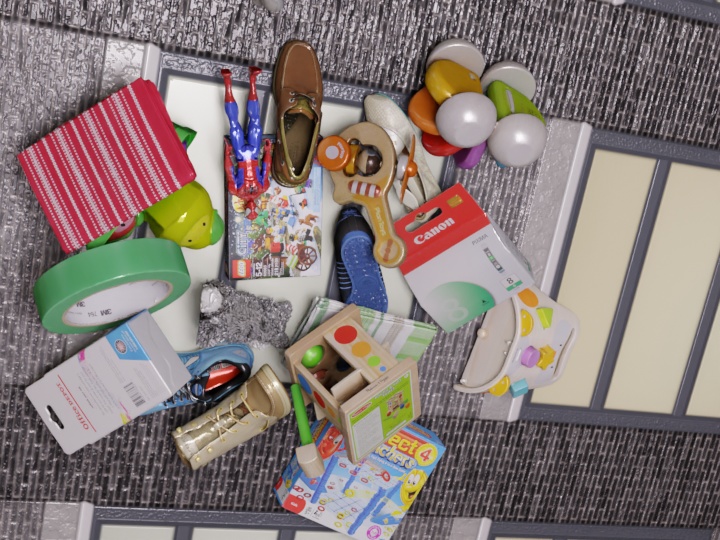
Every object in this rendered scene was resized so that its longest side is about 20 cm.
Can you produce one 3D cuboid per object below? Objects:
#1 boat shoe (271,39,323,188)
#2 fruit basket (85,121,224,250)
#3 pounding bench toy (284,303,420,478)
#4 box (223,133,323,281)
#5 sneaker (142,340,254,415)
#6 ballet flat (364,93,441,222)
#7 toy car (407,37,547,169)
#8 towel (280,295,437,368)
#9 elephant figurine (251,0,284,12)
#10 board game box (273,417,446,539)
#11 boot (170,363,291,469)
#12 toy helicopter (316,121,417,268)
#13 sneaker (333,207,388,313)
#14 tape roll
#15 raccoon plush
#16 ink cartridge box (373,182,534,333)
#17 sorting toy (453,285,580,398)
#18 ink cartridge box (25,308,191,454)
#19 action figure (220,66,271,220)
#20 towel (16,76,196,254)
[{"bbox_3d":[-0.079,-0.213,1.429,0.071,0.068,0.203,1,87,-15],"label":"boat shoe"},{"bbox_3d":[-0.269,-0.094,1.406,0.212,0.156,0.219,0,98,-3],"label":"fruit basket"},{"bbox_3d":[-0.042,0.170,1.471,0.199,0.156,0.125,-34,143,-21],"label":"pounding bench toy"},{"bbox_3d":[-0.122,-0.089,1.501,0.135,0.038,0.203,-4,109,-16],"label":"box"},{"bbox_3d":[-0.244,0.155,1.517,0.198,0.090,0.079,-23,113,-6],"label":"sneaker"},{"bbox_3d":[0.058,-0.156,1.513,0.201,0.067,0.063,57,46,-25],"label":"ballet flat"},{"bbox_3d":[0.158,-0.210,1.495,0.198,0.177,0.150,17,133,-22],"label":"toy car"},{"bbox_3d":[-0.003,0.109,1.590,0.198,0.031,0.150,13,131,-23],"label":"towel"},{"bbox_3d":[-0.066,-0.431,1.371,0.199,0.156,0.142,-31,72,-16],"label":"elephant figurine"},{"bbox_3d":[0.000,0.308,1.664,0.199,0.056,0.197,28,98,-23],"label":"board game box"},{"bbox_3d":[-0.184,0.208,1.493,0.154,0.200,0.073,-27,79,-23],"label":"boot"},{"bbox_3d":[0.028,-0.104,1.448,0.131,0.079,0.203,-17,86,9],"label":"toy helicopter"},{"bbox_3d":[0.000,0.000,1.557,0.069,0.078,0.202,-7,133,-3],"label":"sneaker"},{"bbox_3d":[-0.322,0.022,1.396,0.198,0.201,0.049,-19,75,-11],"label":"tape roll"},{"bbox_3d":[-0.155,0.071,1.469,0.132,0.200,0.098,9,92,-6],"label":"raccoon plush"},{"bbox_3d":[0.137,-0.014,1.559,0.160,0.050,0.200,-31,128,21],"label":"ink cartridge box"},{"bbox_3d":[0.268,0.120,1.678,0.178,0.107,0.202,9,106,-40],"label":"sorting toy"},{"bbox_3d":[-0.345,0.154,1.460,0.199,0.068,0.116,-30,96,21],"label":"ink cartridge box"},{"bbox_3d":[-0.152,-0.164,1.422,0.065,0.052,0.203,-10,113,-17],"label":"action figure"},{"bbox_3d":[-0.312,-0.130,1.323,0.198,0.022,0.146,-29,86,9],"label":"towel"}]
